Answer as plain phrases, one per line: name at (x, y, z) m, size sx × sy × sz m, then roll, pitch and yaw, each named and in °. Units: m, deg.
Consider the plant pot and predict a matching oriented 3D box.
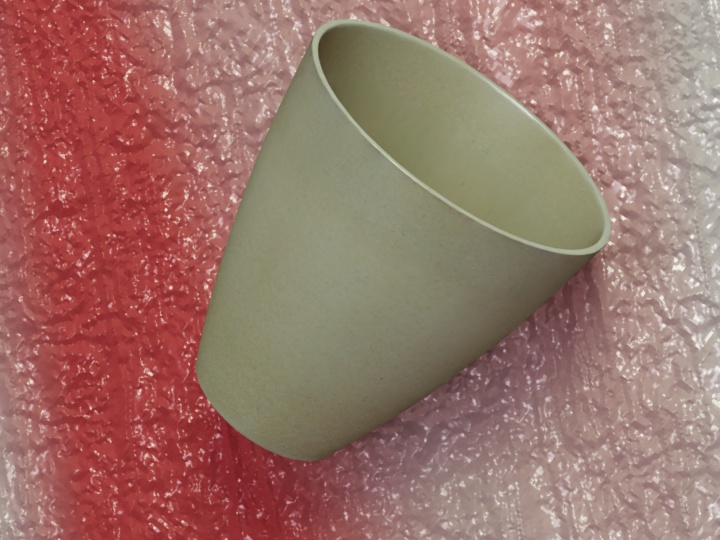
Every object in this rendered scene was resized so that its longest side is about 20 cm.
plant pot at (0.000, 0.000, 1.238) m, size 0.187 × 0.187 × 0.200 m, roll 43°, pitch 115°, yaw 12°
